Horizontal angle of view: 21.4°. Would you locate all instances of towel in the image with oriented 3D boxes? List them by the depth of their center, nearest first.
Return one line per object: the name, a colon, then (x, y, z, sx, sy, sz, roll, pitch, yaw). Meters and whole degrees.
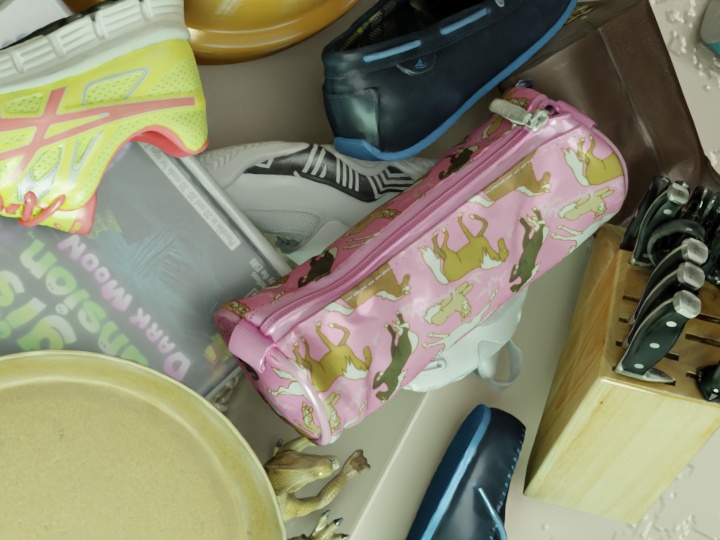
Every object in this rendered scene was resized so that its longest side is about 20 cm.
towel: (-0.217, 0.104, 0.838, 0.200, 0.023, 0.144, 17, 96, -11)

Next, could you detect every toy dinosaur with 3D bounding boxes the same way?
toy dinosaur: (-0.055, 0.130, 0.933, 0.058, 0.200, 0.101, 43, 41, 16)

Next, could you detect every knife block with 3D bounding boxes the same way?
knife block: (0.135, 0.050, 0.880, 0.064, 0.176, 0.200, 15, 107, -2)

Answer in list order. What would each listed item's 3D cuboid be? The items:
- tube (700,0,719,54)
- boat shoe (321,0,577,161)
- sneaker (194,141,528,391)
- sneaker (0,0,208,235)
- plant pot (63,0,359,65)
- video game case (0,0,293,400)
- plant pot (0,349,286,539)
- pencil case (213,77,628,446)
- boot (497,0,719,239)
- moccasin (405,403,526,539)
tube: (0.277, -0.094, 1.042, 0.200, 0.050, 0.077, 32, 95, -19)
boat shoe: (0.052, -0.131, 0.925, 0.200, 0.084, 0.069, -54, 135, -41)
sneaker: (0.000, 0.000, 0.949, 0.200, 0.075, 0.115, 6, 86, -19)
sneaker: (-0.151, -0.049, 0.817, 0.200, 0.078, 0.090, -26, 101, -15)
plant pot: (-0.055, -0.203, 0.875, 0.200, 0.183, 0.200, 0, 91, -15)
video game case: (-0.149, 0.000, 0.870, 0.182, 0.023, 0.200, -43, 104, -11)
plant pot: (-0.132, 0.129, 0.831, 0.200, 0.027, 0.200, -1, 101, -8)
pencil case: (0.028, -0.004, 0.877, 0.200, 0.083, 0.087, -39, 111, -15)
boot: (0.179, -0.071, 0.991, 0.186, 0.064, 0.200, -34, 102, -24)
moccasin: (0.049, 0.167, 0.970, 0.068, 0.080, 0.200, 20, 98, 0)
